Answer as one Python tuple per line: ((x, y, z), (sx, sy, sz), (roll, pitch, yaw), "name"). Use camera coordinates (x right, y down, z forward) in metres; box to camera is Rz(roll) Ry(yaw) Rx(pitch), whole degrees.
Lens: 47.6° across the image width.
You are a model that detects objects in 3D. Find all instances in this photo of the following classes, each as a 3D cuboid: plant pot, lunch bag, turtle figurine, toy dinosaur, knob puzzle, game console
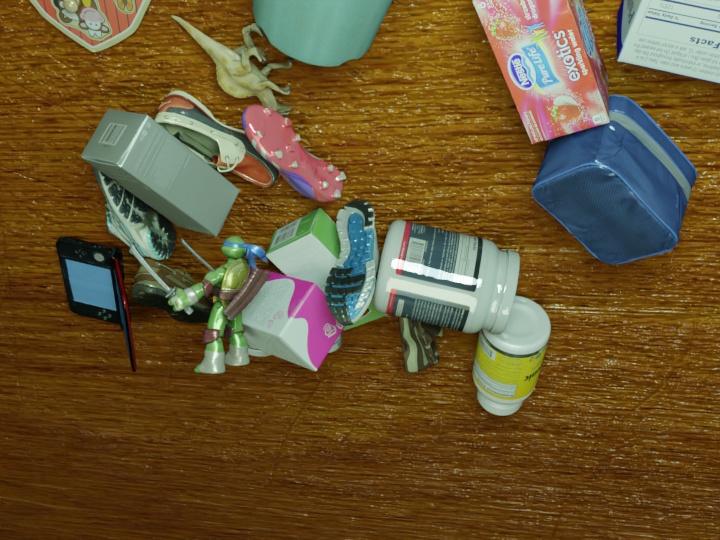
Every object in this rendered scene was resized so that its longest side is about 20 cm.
((-0.030, -0.341, 0.870), (0.197, 0.203, 0.197), (20, 144, -6), "plant pot")
((0.317, -0.122, 1.032), (0.199, 0.134, 0.135), (39, 150, -22), "lunch bag")
((-0.232, 0.046, 1.227), (0.196, 0.144, 0.198), (-1, 95, -6), "turtle figurine")
((-0.157, -0.270, 1.064), (0.199, 0.059, 0.100), (40, 132, -24), "toy dinosaur")
((-0.360, -0.366, 1.042), (0.215, 0.031, 0.222), (8, 136, 7), "knob puzzle")
((-0.465, 0.062, 1.444), (0.169, 0.120, 0.202), (13, 136, 2), "game console")

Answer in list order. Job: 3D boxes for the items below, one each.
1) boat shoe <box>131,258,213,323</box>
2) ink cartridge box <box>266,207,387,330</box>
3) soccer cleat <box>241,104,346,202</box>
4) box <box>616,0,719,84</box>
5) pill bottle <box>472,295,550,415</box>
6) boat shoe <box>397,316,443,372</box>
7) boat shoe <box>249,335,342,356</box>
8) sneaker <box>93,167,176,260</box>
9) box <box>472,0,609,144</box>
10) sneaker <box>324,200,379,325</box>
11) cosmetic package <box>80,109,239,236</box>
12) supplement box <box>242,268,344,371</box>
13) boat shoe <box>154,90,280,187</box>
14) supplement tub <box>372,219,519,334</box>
((-0.308, 0.035, 1.398), (0.074, 0.075, 0.200), (-12, 155, 22), "boat shoe")
((-0.046, 0.002, 1.309), (0.103, 0.060, 0.200), (-22, 125, 35), "ink cartridge box")
((-0.103, -0.156, 1.144), (0.076, 0.068, 0.199), (-5, 150, 42), "soccer cleat")
((0.382, -0.307, 0.841), (0.180, 0.106, 0.202), (13, 136, 2), "box")
((0.242, 0.147, 1.340), (0.109, 0.113, 0.202), (9, 137, 6), "pill bottle")
((0.101, 0.090, 1.360), (0.073, 0.076, 0.204), (-7, 140, 3), "boat shoe")
((-0.132, 0.104, 1.433), (0.196, 0.072, 0.071), (0, 130, 12), "boat shoe")
((-0.377, -0.090, 1.297), (0.085, 0.078, 0.202), (-3, 134, 23), "sneaker")
((0.212, -0.260, 0.938), (0.098, 0.096, 0.201), (-13, 128, 27), "box")
((0.000, 0.000, 1.201), (0.073, 0.203, 0.087), (-3, 144, 17), "sneaker")
((-0.278, -0.136, 1.156), (0.106, 0.091, 0.200), (14, 160, 41), "cosmetic package")
((-0.130, 0.073, 1.313), (0.198, 0.102, 0.104), (12, 151, 51), "supplement box")
((-0.203, -0.176, 1.170), (0.199, 0.063, 0.071), (34, 132, -21), "boat shoe")
((0.125, 0.012, 1.213), (0.196, 0.142, 0.142), (13, 137, 2), "supplement tub")
